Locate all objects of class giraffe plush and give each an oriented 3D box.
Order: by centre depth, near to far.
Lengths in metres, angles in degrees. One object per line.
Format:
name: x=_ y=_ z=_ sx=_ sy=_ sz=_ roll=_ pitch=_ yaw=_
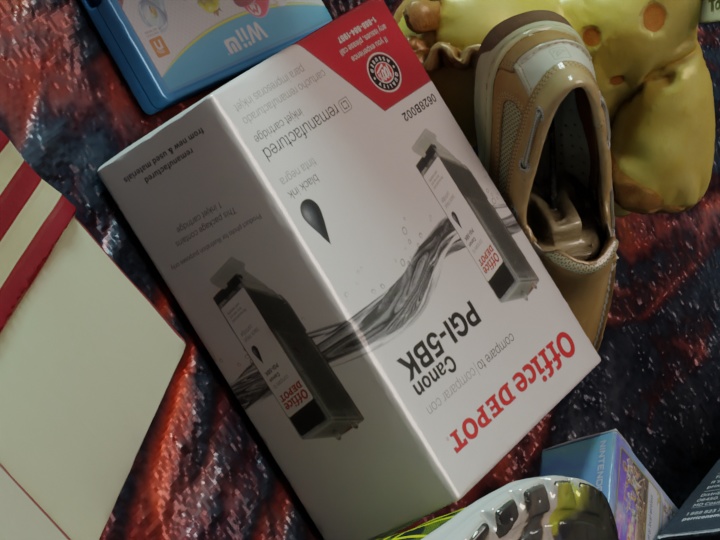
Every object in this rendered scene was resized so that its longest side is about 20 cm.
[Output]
giraffe plush: x=0.084 y=-0.104 z=1.115 sx=0.161 sy=0.200 sz=0.174 roll=-10 pitch=76 yaw=-20

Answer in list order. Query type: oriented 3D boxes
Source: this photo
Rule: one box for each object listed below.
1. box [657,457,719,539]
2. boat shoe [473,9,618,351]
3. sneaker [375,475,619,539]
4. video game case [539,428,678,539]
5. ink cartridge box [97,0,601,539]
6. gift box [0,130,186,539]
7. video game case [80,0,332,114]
box: x=0.253 y=0.132 z=1.079 sx=0.200 sy=0.107 sz=0.149 roll=-42 pitch=111 yaw=-46
boat shoe: x=0.091 y=-0.018 z=1.051 sx=0.076 sy=0.071 sz=0.201 roll=-124 pitch=-163 yaw=-49
sneaker: x=0.024 y=0.130 z=0.922 sx=0.199 sy=0.084 sz=0.075 roll=-14 pitch=98 yaw=-40
video game case: x=0.133 y=0.207 z=1.025 sx=0.181 sy=0.045 sz=0.201 roll=50 pitch=37 yaw=-36
ink cartridge box: x=0.000 y=0.000 z=0.994 sx=0.201 sy=0.083 sz=0.147 roll=58 pitch=40 yaw=-5
gift box: x=-0.182 y=0.062 z=0.681 sx=0.185 sy=0.200 sz=0.187 roll=45 pitch=25 yaw=-14
video game case: x=-0.102 y=-0.181 z=1.043 sx=0.143 sy=0.018 sz=0.201 roll=-31 pitch=93 yaw=-53
